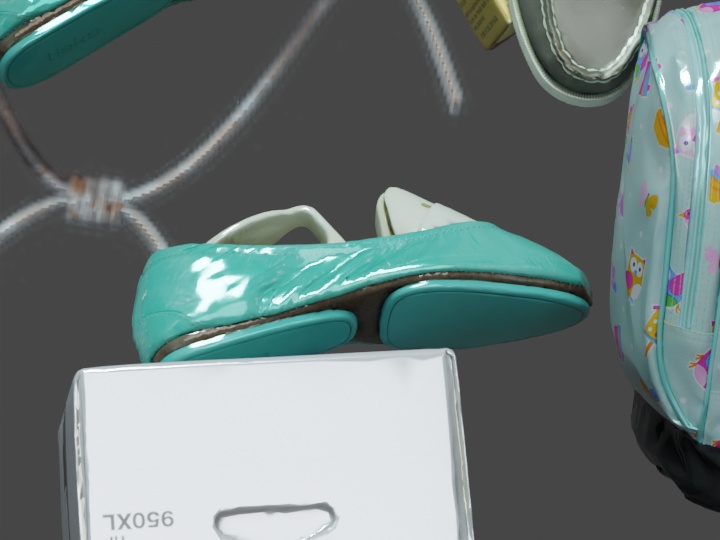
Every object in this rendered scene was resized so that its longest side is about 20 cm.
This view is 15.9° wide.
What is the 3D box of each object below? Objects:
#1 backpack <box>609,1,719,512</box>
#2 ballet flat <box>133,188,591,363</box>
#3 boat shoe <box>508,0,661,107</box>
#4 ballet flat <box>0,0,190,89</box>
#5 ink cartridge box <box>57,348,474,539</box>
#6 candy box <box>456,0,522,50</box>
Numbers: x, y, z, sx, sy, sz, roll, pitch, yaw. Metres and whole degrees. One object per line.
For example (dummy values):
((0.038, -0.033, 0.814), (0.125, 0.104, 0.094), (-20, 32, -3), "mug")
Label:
((0.166, -0.010, 1.059), (0.126, 0.167, 0.201), (1, 105, -8), "backpack")
((0.000, 0.000, 1.104), (0.199, 0.067, 0.071), (-8, 65, -12), "ballet flat")
((0.104, -0.173, 1.099), (0.072, 0.060, 0.202), (7, 81, -7), "boat shoe")
((-0.085, -0.148, 1.124), (0.200, 0.067, 0.071), (-24, 70, -13), "ballet flat")
((-0.044, 0.086, 1.018), (0.144, 0.200, 0.084), (-4, 81, -9), "ink cartridge box")
((0.059, -0.215, 1.159), (0.116, 0.056, 0.200), (-29, 87, -11), "candy box")
